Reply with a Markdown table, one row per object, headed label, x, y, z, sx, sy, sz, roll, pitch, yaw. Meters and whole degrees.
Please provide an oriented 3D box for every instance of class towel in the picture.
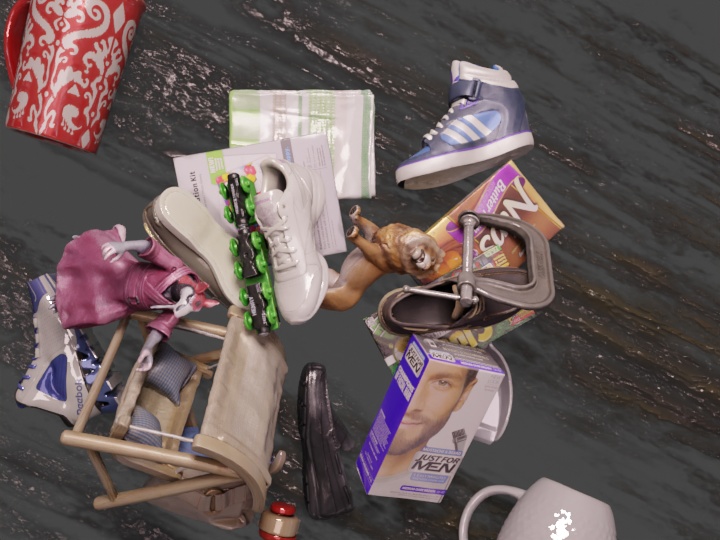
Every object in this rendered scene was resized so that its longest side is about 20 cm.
| label | x | y | z | sx | sy | sz | roll | pitch | yaw |
| --- | --- | --- | --- | --- | --- | --- | --- | --- | --- |
| towel | -0.077 | -0.170 | 0.899 | 0.197 | 0.031 | 0.151 | 0 | 86 | -5 |

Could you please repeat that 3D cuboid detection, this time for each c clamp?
| label | x | y | z | sx | sy | sz | roll | pitch | yaw |
| --- | --- | --- | --- | --- | --- | --- | --- | --- | --- |
| c clamp | 0.151 | -0.018 | 0.799 | 0.169 | 0.201 | 0.027 | 16 | 129 | 5 |

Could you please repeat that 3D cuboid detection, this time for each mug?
| label | x | y | z | sx | sy | sz | roll | pitch | yaw |
| --- | --- | --- | --- | --- | --- | --- | --- | --- | --- |
| mug | 0.220 | 0.354 | 0.850 | 0.198 | 0.148 | 0.177 | 18 | 78 | 26 |
| mug | -0.370 | -0.259 | 0.847 | 0.133 | 0.177 | 0.202 | 15 | 89 | -41 |

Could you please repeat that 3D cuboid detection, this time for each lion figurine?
| label | x | y | z | sx | sy | sz | roll | pitch | yaw |
| --- | --- | --- | --- | --- | --- | --- | --- | --- | --- |
| lion figurine | 0.000 | 0.000 | 0.846 | 0.199 | 0.073 | 0.122 | -35 | 124 | 28 |

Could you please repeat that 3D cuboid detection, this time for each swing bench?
| label | x | y | z | sx | sy | sz | roll | pitch | yaw |
| --- | --- | --- | --- | --- | --- | --- | --- | --- | --- |
| swing bench | -0.192 | 0.150 | 0.761 | 0.197 | 0.200 | 0.131 | -1 | 130 | 2 |

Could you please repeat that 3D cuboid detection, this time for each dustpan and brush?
| label | x | y | z | sx | sy | sz | roll | pitch | yaw |
| --- | --- | --- | --- | --- | --- | --- | --- | --- | --- |
| dustpan and brush | 0.151 | 0.119 | 0.887 | 0.138 | 0.057 | 0.202 | 18 | 84 | -4 |

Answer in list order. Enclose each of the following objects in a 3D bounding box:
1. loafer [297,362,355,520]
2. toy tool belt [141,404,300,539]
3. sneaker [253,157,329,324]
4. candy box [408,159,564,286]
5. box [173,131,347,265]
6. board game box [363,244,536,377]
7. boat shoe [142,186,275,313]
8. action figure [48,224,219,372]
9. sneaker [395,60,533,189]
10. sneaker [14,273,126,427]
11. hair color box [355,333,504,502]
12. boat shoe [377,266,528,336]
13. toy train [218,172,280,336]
| label | x | y | z | sx | sy | sz | roll | pitch | yaw |
| --- | --- | --- | --- | --- | --- | --- | --- | --- | --- |
| loafer | -0.043 | 0.217 | 0.863 | 0.070 | 0.068 | 0.203 | -5 | 92 | -14 |
| toy tool belt | -0.158 | 0.243 | 0.816 | 0.198 | 0.125 | 0.124 | 13 | 81 | 13 |
| sneaker | -0.090 | -0.037 | 0.779 | 0.074 | 0.099 | 0.202 | -18 | 66 | 31 |
| candy box | 0.159 | -0.038 | 0.900 | 0.200 | 0.056 | 0.117 | -40 | 91 | -4 |
| box | -0.127 | -0.085 | 0.867 | 0.198 | 0.041 | 0.158 | -9 | 97 | -2 |
| board game box | 0.114 | 0.060 | 0.855 | 0.199 | 0.023 | 0.105 | -30 | 92 | -1 |
| boat shoe | -0.184 | -0.011 | 0.822 | 0.202 | 0.060 | 0.072 | 51 | 42 | -20 |
| action figure | -0.243 | 0.024 | 0.756 | 0.198 | 0.149 | 0.136 | 6 | 103 | 16 |
| sneaker | 0.124 | -0.203 | 0.902 | 0.198 | 0.081 | 0.148 | -17 | 80 | -3 |
| sneaker | -0.381 | 0.110 | 0.827 | 0.114 | 0.081 | 0.201 | -27 | 91 | -9 |
| hair color box | 0.082 | 0.186 | 0.826 | 0.108 | 0.065 | 0.202 | 13 | 109 | -22 |
| boat shoe | 0.120 | 0.042 | 0.807 | 0.198 | 0.073 | 0.075 | -15 | 90 | -1 |
| toy train | -0.130 | -0.019 | 0.803 | 0.041 | 0.056 | 0.202 | -15 | 79 | 11 |
